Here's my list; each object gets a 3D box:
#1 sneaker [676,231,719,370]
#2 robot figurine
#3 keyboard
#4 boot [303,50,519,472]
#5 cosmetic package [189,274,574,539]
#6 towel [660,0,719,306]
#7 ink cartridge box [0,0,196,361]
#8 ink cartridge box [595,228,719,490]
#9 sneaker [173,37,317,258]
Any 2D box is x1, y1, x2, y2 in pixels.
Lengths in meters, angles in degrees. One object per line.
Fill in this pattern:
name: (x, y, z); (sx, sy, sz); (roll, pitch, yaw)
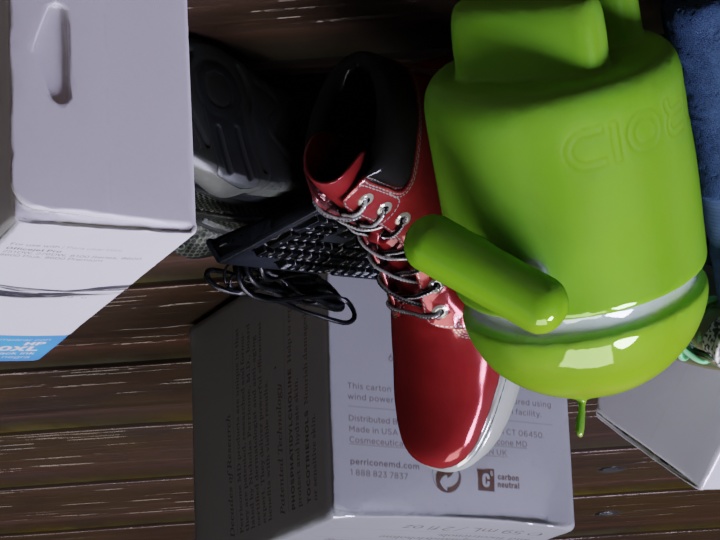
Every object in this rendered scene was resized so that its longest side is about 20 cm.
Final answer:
sneaker: (0.173, 0.020, 1.314); (0.199, 0.077, 0.089); (3, -169, 20)
robot figurine: (0.094, -0.033, 1.180); (0.115, 0.201, 0.175); (-1, -158, 25)
keyboard: (0.000, 0.000, 1.340); (0.104, 0.040, 0.200); (-22, 165, 29)
boot: (0.017, -0.001, 1.232); (0.072, 0.201, 0.144); (7, -173, 35)
cosmetic package: (0.009, 0.094, 1.616); (0.167, 0.167, 0.200); (6, 161, -26)
towel: (0.208, -0.043, 1.210); (0.111, 0.201, 0.049); (-7, -159, 22)
ink cartridge box: (-0.147, -0.056, 1.153); (0.084, 0.145, 0.200); (4, 162, -26)
ink cartridge box: (0.240, 0.040, 1.455); (0.086, 0.148, 0.200); (36, -160, 34)
sneaker: (-0.080, -0.053, 1.287); (0.114, 0.077, 0.199); (-21, 161, 29)
